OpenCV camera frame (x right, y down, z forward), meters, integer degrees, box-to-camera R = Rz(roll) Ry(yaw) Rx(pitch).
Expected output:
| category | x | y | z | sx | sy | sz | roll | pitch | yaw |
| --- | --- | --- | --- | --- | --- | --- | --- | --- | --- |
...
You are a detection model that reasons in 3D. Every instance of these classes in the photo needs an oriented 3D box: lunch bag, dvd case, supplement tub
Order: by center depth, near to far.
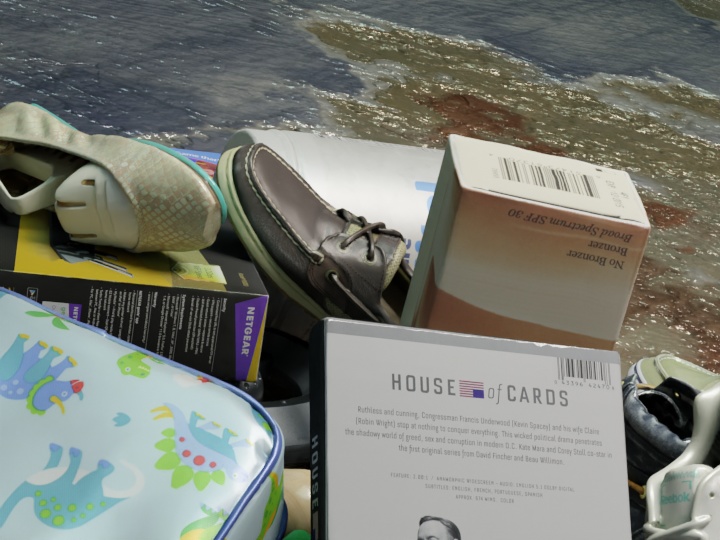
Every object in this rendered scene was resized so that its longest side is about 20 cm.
| category | x | y | z | sx | sy | sz | roll | pitch | yaw |
| --- | --- | --- | --- | --- | --- | --- | --- | --- | --- |
| lunch bag | -0.144 | 0.101 | 0.813 | 0.200 | 0.083 | 0.161 | 22 | 51 | 17 |
| dvd case | 0.050 | 0.125 | 0.831 | 0.150 | 0.201 | 0.025 | 8 | -23 | -21 |
| supplement tub | 0.013 | -0.015 | 1.199 | 0.199 | 0.132 | 0.132 | 5 | 23 | -21 |

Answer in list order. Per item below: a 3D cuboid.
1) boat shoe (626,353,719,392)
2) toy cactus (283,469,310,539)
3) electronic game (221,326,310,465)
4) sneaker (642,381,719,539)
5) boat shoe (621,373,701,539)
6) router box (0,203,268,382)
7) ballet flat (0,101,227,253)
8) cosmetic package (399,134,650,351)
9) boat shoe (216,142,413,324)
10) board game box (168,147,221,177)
| category | x | y | z | sx | sy | sz | roll | pitch | yaw |
| --- | --- | --- | --- | --- | --- | --- | --- | --- | --- |
| boat shoe | 0.241 | 0.095 | 1.164 | 0.072 | 0.062 | 0.200 | -3 | 27 | -38 |
| toy cactus | -0.005 | 0.118 | 0.907 | 0.165 | 0.102 | 0.200 | 8 | 37 | 38 |
| electronic game | -0.093 | 0.064 | 1.053 | 0.199 | 0.042 | 0.200 | 9 | 15 | -2 |
| sneaker | 0.153 | 0.138 | 0.887 | 0.070 | 0.080 | 0.201 | -6 | 44 | 38 |
| boat shoe | 0.148 | 0.088 | 1.083 | 0.071 | 0.091 | 0.200 | 6 | 23 | -21 |
| router box | -0.144 | 0.001 | 1.072 | 0.157 | 0.052 | 0.200 | 5 | 15 | -14 |
| ballet flat | -0.151 | -0.041 | 1.038 | 0.062 | 0.068 | 0.200 | -34 | 34 | -29 |
| cosmetic package | 0.072 | 0.043 | 0.997 | 0.103 | 0.200 | 0.087 | 10 | 22 | -5 |
| boat shoe | 0.000 | 0.000 | 1.078 | 0.200 | 0.065 | 0.073 | 49 | 32 | -19 |
| board game box | -0.081 | -0.035 | 1.307 | 0.199 | 0.045 | 0.135 | 5 | 23 | -22 |
